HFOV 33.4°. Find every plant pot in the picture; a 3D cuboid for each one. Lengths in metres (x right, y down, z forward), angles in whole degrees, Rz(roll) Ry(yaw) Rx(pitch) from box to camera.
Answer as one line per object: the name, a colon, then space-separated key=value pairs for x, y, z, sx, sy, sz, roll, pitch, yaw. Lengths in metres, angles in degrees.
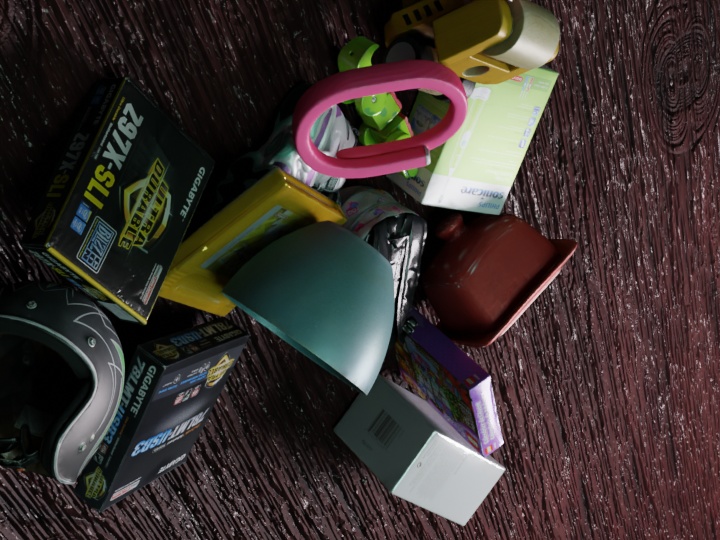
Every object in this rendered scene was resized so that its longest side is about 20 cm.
plant pot: x=-0.037 y=0.026 z=1.339 sx=0.136 sy=0.199 sz=0.200 roll=-55 pitch=137 yaw=-7

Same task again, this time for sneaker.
sneaker: x=-0.072 y=-0.103 z=1.400 sx=0.201 sy=0.078 sz=0.140 roll=-49 pitch=136 yaw=-1

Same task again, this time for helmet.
helmet: x=-0.336 y=0.110 z=1.246 sx=0.199 sy=0.198 sz=0.194 roll=27 pitch=73 yaw=-46

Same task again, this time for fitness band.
fitness band: x=0.022 y=-0.165 z=1.320 sx=0.196 sy=0.038 sz=0.145 roll=-11 pitch=145 yaw=-4

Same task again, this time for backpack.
backpack: x=0.000 y=0.000 z=1.493 sx=0.165 sy=0.126 sz=0.203 roll=-14 pitch=127 yaw=-47

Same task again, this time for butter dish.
butter dish: x=0.156 y=-0.012 z=1.600 sx=0.200 sy=0.199 sz=0.148 roll=-45 pitch=105 yaw=-14

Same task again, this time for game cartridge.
game cartridge: x=-0.127 y=-0.026 z=1.363 sx=0.199 sy=0.033 sz=0.176 roll=-39 pitch=158 yaw=12

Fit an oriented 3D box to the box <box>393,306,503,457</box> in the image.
box: x=0.112 y=0.144 z=1.626 sx=0.039 sy=0.200 sz=0.138 roll=-32 pitch=133 yaw=-16

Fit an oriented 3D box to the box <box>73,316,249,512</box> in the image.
box: x=-0.229 y=0.163 z=1.400 sx=0.201 sy=0.049 sz=0.199 roll=-64 pitch=164 yaw=17

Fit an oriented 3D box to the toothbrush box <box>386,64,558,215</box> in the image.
toothbrush box: x=0.141 y=-0.183 z=1.513 sx=0.144 sy=0.086 sz=0.203 roll=4 pitch=114 yaw=-40

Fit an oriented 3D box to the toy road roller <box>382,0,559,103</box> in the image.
toy road roller: x=0.115 y=-0.286 z=1.352 sx=0.122 sy=0.198 sz=0.149 roll=5 pitch=74 yaw=-51

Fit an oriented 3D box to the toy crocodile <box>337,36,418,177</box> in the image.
toy crocodile: x=0.023 y=-0.189 z=1.422 sx=0.062 sy=0.067 sz=0.201 roll=-43 pitch=132 yaw=-12

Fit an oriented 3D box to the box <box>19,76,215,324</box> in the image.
box: x=-0.245 y=-0.072 z=1.241 sx=0.160 sy=0.049 sz=0.203 roll=44 pitch=59 yaw=-45

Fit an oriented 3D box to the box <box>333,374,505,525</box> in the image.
box: x=0.085 y=0.258 z=1.715 sx=0.107 sy=0.152 sz=0.199 roll=-53 pitch=136 yaw=3
